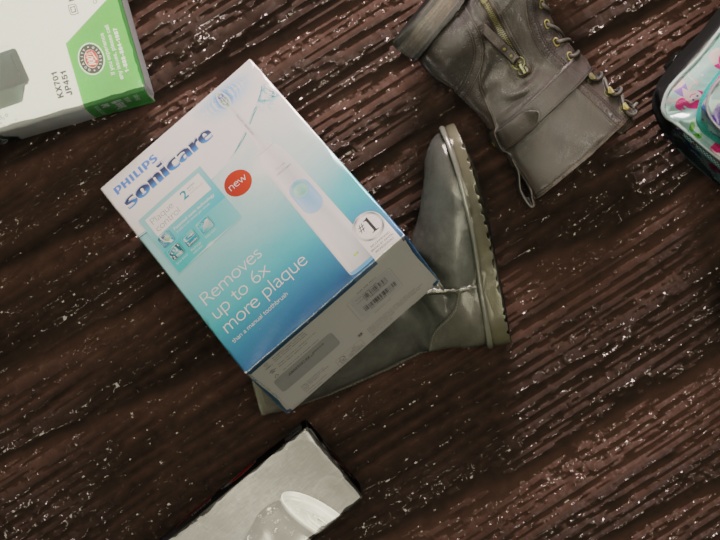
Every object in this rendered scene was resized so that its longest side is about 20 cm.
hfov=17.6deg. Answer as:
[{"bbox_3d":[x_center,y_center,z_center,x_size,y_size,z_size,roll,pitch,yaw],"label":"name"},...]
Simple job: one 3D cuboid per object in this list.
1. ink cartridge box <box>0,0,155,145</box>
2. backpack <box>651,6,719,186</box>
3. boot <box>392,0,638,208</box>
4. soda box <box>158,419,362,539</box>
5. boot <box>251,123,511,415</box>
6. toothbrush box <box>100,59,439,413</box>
[{"bbox_3d":[-0.265,-0.167,1.684,0.198,0.083,0.148,-17,89,0],"label":"ink cartridge box"},{"bbox_3d":[0.332,-0.115,1.668,0.200,0.151,0.178,41,91,-6],"label":"backpack"},{"bbox_3d":[0.139,-0.169,1.708,0.174,0.069,0.200,42,93,-6],"label":"boot"},{"bbox_3d":[-0.094,0.199,1.695,0.200,0.063,0.071,-39,90,-1],"label":"soda box"},{"bbox_3d":[0.000,-0.001,1.702,0.198,0.073,0.183,-11,88,6],"label":"boot"},{"bbox_3d":[-0.065,-0.026,1.644,0.146,0.085,0.200,-40,58,0],"label":"toothbrush box"}]
